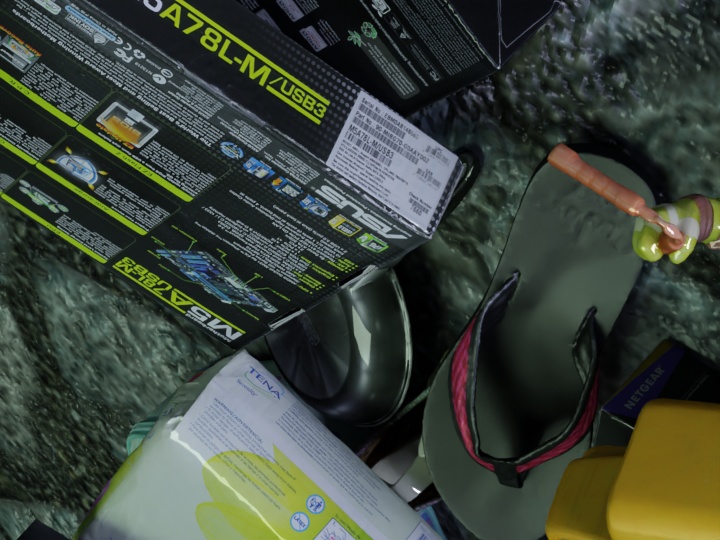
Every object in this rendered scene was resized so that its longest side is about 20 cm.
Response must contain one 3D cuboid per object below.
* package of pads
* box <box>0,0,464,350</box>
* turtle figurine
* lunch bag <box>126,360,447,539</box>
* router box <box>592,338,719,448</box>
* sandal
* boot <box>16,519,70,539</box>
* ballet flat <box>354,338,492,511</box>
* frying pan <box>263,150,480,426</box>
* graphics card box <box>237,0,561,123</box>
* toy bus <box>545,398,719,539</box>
[{"bbox_3d":[-0.055,0.139,1.012,0.154,0.068,0.200,43,143,2],"label":"package of pads"},{"bbox_3d":[-0.085,-0.054,0.877,0.199,0.048,0.193,33,154,-15],"label":"box"},{"bbox_3d":[0.168,0.007,0.749,0.199,0.065,0.162,14,148,19],"label":"turtle figurine"},{"bbox_3d":[-0.033,0.146,1.125,0.160,0.077,0.201,-7,119,51],"label":"lunch bag"},{"bbox_3d":[0.171,0.145,0.910,0.157,0.052,0.201,32,145,23],"label":"router box"},{"bbox_3d":[0.070,0.040,0.861,0.075,0.045,0.201,17,124,4],"label":"sandal"},{"bbox_3d":[-0.084,0.221,1.005,0.199,0.066,0.166,17,128,27],"label":"boot"},{"bbox_3d":[0.044,0.078,0.967,0.069,0.071,0.200,45,148,-1],"label":"ballet flat"},{"bbox_3d":[0.004,0.017,0.958,0.190,0.031,0.116,-12,95,57],"label":"frying pan"},{"bbox_3d":[-0.022,-0.114,0.853,0.126,0.051,0.200,52,149,-10],"label":"graphics card box"},{"bbox_3d":[0.161,0.095,0.761,0.199,0.065,0.078,4,144,33],"label":"toy bus"}]
